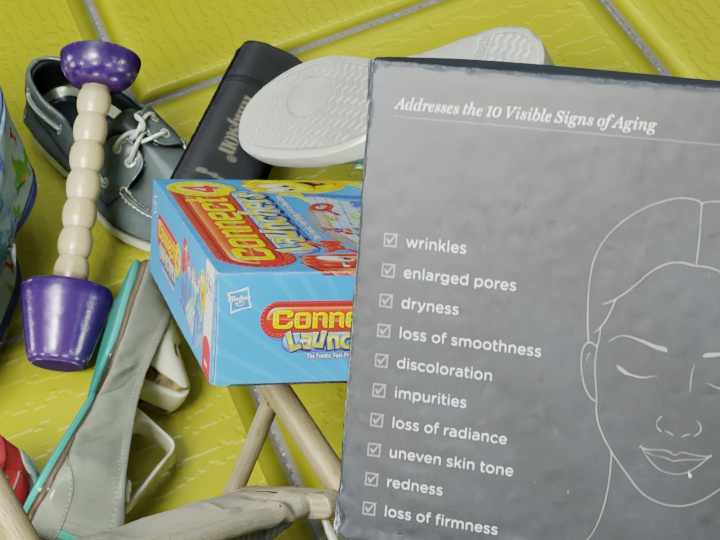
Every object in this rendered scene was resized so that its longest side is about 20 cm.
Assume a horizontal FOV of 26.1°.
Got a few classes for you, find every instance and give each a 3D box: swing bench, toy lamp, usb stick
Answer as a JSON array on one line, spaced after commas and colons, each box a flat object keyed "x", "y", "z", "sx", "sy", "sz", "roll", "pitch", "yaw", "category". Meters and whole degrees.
[{"x": -0.069, "y": 0.148, "z": 0.693, "sx": 0.200, "sy": 0.130, "sz": 0.199, "roll": 38, "pitch": 27, "yaw": 32, "category": "swing bench"}, {"x": -0.172, "y": -0.039, "z": 0.946, "sx": 0.058, "sy": 0.058, "sz": 0.200, "roll": 0, "pitch": 71, "yaw": 11, "category": "toy lamp"}, {"x": -0.077, "y": -0.084, "z": 0.989, "sx": 0.055, "sy": 0.033, "sz": 0.200, "roll": 30, "pitch": 39, "yaw": -9, "category": "usb stick"}]

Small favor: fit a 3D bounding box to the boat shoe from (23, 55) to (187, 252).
[{"x": -0.154, "y": -0.077, "z": 1.008, "sx": 0.073, "sy": 0.062, "sz": 0.200, "roll": -36, "pitch": 53, "yaw": -25, "category": "boat shoe"}]

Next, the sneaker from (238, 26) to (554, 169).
[{"x": 0.032, "y": -0.079, "z": 0.953, "sx": 0.200, "sy": 0.118, "sz": 0.074, "roll": -8, "pitch": 61, "yaw": 20, "category": "sneaker"}]

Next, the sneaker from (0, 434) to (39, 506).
[{"x": -0.274, "y": 0.128, "z": 0.834, "sx": 0.200, "sy": 0.085, "sz": 0.077, "roll": -18, "pitch": 46, "yaw": -6, "category": "sneaker"}]

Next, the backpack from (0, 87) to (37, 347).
[{"x": -0.289, "y": -0.022, "z": 0.928, "sx": 0.183, "sy": 0.147, "sz": 0.200, "roll": 6, "pitch": 55, "yaw": 16, "category": "backpack"}]

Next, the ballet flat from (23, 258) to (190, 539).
[{"x": -0.130, "y": 0.077, "z": 0.875, "sx": 0.064, "sy": 0.067, "sz": 0.200, "roll": 24, "pitch": 44, "yaw": -8, "category": "ballet flat"}]

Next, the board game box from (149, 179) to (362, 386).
[{"x": 0.000, "y": 0.000, "z": 0.818, "sx": 0.195, "sy": 0.056, "sz": 0.200, "roll": 0, "pitch": 16, "yaw": -17, "category": "board game box"}]

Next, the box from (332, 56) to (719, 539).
[{"x": 0.105, "y": 0.017, "z": 0.638, "sx": 0.200, "sy": 0.197, "sz": 0.124, "roll": 8, "pitch": 10, "yaw": 19, "category": "box"}]
